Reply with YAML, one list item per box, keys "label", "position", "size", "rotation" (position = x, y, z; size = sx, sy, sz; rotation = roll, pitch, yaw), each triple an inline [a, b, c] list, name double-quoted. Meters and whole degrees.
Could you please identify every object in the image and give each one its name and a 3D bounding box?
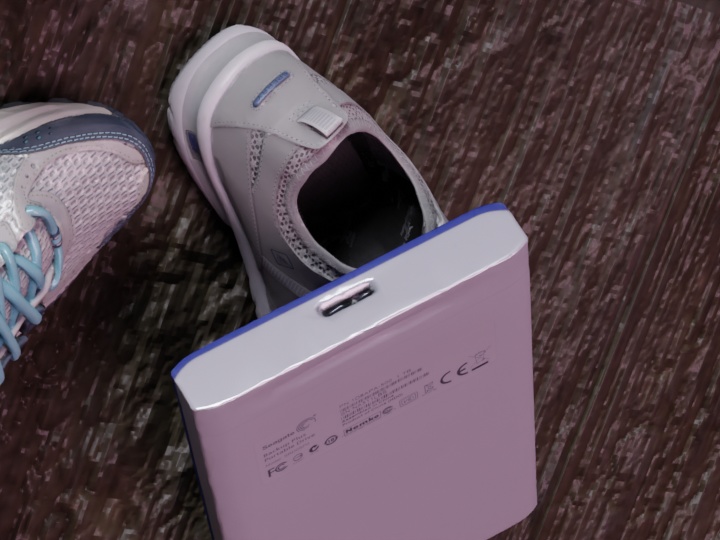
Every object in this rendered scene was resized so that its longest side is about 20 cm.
- label: "sneaker"
  position: [0.000, 0.000, 1.052]
  size: [0.075, 0.082, 0.200]
  rotation: [-48, 134, -10]
- label: "sneaker"
  position: [-0.138, 0.022, 0.942]
  size: [0.200, 0.086, 0.078]
  rotation: [-39, 133, -19]
- label: "hard drive"
  position: [0.003, 0.064, 1.062]
  size: [0.132, 0.025, 0.200]
  rotation: [-27, 150, -12]
